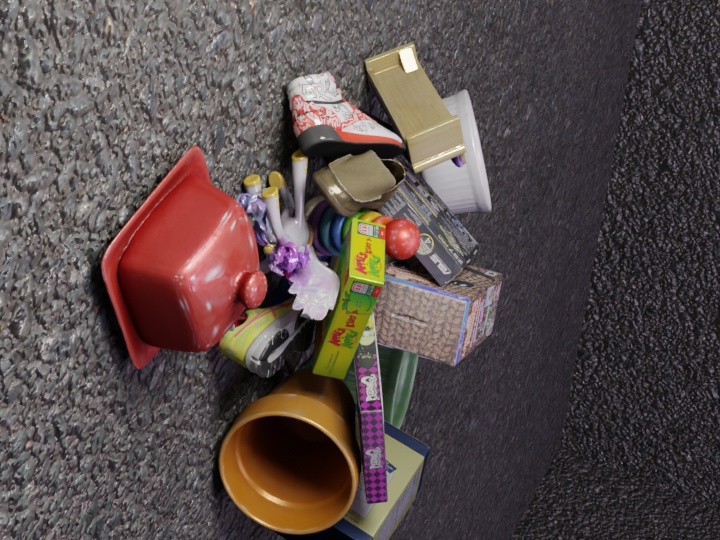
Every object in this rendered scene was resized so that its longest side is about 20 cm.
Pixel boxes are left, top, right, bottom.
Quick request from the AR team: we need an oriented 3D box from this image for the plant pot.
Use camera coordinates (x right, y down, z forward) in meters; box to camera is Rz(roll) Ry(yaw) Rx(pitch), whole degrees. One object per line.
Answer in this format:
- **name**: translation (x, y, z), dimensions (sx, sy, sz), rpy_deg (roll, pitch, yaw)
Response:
- **plant pot**: translation (-0.084, 0.241, 1.692), dimensions (0.184, 0.197, 0.203), rpy_deg (-65, 164, -61)

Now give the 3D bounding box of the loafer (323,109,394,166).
- **loafer**: translation (-0.006, -0.185, 1.700), dimensions (0.199, 0.072, 0.072), rpy_deg (-16, 133, -61)

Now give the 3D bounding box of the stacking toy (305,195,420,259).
- **stacking toy**: translation (0.003, -0.050, 1.601), dimensions (0.084, 0.198, 0.087), rpy_deg (-10, 106, -40)

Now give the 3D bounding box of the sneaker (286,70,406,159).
- **sneaker**: translation (-0.018, -0.205, 1.554), dimensions (0.200, 0.067, 0.110), rpy_deg (0, 69, -51)

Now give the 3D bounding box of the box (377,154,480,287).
- **box**: translation (0.088, -0.082, 1.729), dimensions (0.049, 0.201, 0.161), rpy_deg (-40, -179, 18)

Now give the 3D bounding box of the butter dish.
- **butter dish**: translation (-0.172, 0.003, 1.309), dimensions (0.201, 0.146, 0.201), rpy_deg (-57, 155, -35)

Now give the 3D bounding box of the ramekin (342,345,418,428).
- **ramekin**: translation (0.033, 0.172, 1.991), dimensions (0.200, 0.096, 0.204), rpy_deg (12, 90, -79)

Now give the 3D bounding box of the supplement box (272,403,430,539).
- **supplement box**: translation (-0.027, 0.334, 1.834), dimensions (0.200, 0.198, 0.135), rpy_deg (-50, 161, -35)

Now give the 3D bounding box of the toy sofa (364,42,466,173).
- **toy sofa**: translation (0.078, -0.225, 1.684), dimensions (0.082, 0.201, 0.098), rpy_deg (-21, 139, -5)

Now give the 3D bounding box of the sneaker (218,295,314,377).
- **sneaker**: translation (-0.121, 0.074, 1.575), dimensions (0.200, 0.089, 0.080), rpy_deg (-32, 132, -63)

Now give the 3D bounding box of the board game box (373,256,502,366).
- **board game box**: translation (0.105, 0.051, 1.746), dimensions (0.200, 0.157, 0.099), rpy_deg (-28, 130, -65)

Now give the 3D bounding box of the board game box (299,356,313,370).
- **board game box**: translation (-0.073, 0.184, 1.880), dimensions (0.200, 0.023, 0.106), rpy_deg (-43, 143, -52)

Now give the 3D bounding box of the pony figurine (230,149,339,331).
- **pony figurine**: translation (-0.097, -0.026, 1.509), dimensions (0.194, 0.164, 0.203), rpy_deg (-57, 140, -51)

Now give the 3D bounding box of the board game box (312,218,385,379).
- **board game box**: translation (-0.016, 0.040, 1.547), dimensions (0.201, 0.047, 0.103), rpy_deg (112, -14, -45)

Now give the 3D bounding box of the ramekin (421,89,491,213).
- **ramekin**: translation (0.150, -0.188, 1.938), dimensions (0.200, 0.096, 0.204), rpy_deg (-12, 90, -81)

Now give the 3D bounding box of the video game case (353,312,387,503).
- **video game case**: translation (0.013, 0.191, 1.641), dimensions (0.183, 0.035, 0.202), rpy_deg (-95, -179, -47)

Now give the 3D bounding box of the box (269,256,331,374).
- **box**: translation (-0.083, 0.036, 1.718), dimensions (0.202, 0.032, 0.122), rpy_deg (-64, 158, -22)

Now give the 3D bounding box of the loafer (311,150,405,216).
- **loafer**: translation (0.000, -0.120, 1.526), dimensions (0.067, 0.076, 0.200), rpy_deg (-43, 172, 21)

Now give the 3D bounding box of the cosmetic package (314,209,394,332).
- **cosmetic package**: translation (0.000, 0.000, 1.763), dimensions (0.103, 0.072, 0.204), rpy_deg (-18, 121, -67)
